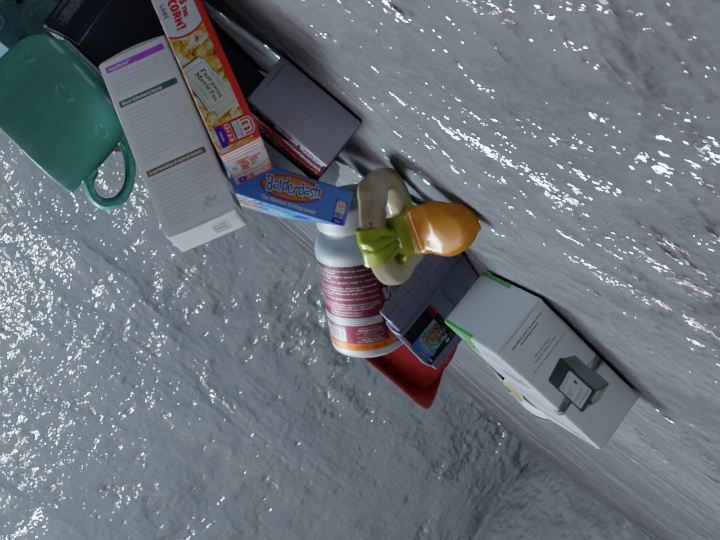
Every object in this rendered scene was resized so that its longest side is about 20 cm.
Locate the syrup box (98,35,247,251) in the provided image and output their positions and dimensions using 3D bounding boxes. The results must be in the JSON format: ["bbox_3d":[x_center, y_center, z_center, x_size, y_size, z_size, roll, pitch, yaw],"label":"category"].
[{"bbox_3d":[-0.195,-0.131,1.176,0.079,0.080,0.203,74,174,-80],"label":"syrup box"}]

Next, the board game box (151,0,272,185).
[{"bbox_3d":[-0.152,-0.197,1.122,0.152,0.046,0.203,97,149,-85],"label":"board game box"}]

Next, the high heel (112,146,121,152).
[{"bbox_3d":[-0.263,-0.136,1.308,0.199,0.097,0.067,36,176,33],"label":"high heel"}]

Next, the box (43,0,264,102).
[{"bbox_3d":[-0.245,-0.259,1.333,0.199,0.124,0.198,40,177,-32],"label":"box"}]

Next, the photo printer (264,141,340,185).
[{"bbox_3d":[-0.134,-0.179,1.492,0.199,0.070,0.166,38,177,-26],"label":"photo printer"}]

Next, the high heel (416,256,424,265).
[{"bbox_3d":[0.089,0.015,1.561,0.096,0.067,0.200,48,-174,31],"label":"high heel"}]

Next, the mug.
[{"bbox_3d":[-0.322,-0.171,1.239,0.152,0.114,0.185,41,174,46],"label":"mug"}]

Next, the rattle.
[{"bbox_3d":[0.080,-0.057,1.239,0.199,0.141,0.132,12,-125,-65],"label":"rattle"}]

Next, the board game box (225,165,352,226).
[{"bbox_3d":[-0.119,-0.098,1.342,0.150,0.046,0.199,16,178,-27],"label":"board game box"}]

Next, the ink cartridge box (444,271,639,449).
[{"bbox_3d":[0.216,0.107,1.349,0.200,0.084,0.146,42,175,-26],"label":"ink cartridge box"}]

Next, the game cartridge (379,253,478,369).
[{"bbox_3d":[0.101,0.048,1.441,0.038,0.130,0.200,34,174,29],"label":"game cartridge"}]

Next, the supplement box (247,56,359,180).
[{"bbox_3d":[-0.066,-0.160,1.233,0.108,0.061,0.200,39,177,-3],"label":"supplement box"}]

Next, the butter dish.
[{"bbox_3d":[0.093,0.074,1.774,0.199,0.147,0.201,41,-143,-15],"label":"butter dish"}]

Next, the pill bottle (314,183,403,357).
[{"bbox_3d":[0.000,0.000,1.448,0.109,0.108,0.203,33,138,55],"label":"pill bottle"}]

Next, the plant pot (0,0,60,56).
[{"bbox_3d":[-0.388,-0.308,1.490,0.195,0.197,0.200,39,180,7],"label":"plant pot"}]

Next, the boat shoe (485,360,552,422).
[{"bbox_3d":[0.250,0.166,1.729,0.068,0.075,0.199,35,180,-38],"label":"boat shoe"}]
